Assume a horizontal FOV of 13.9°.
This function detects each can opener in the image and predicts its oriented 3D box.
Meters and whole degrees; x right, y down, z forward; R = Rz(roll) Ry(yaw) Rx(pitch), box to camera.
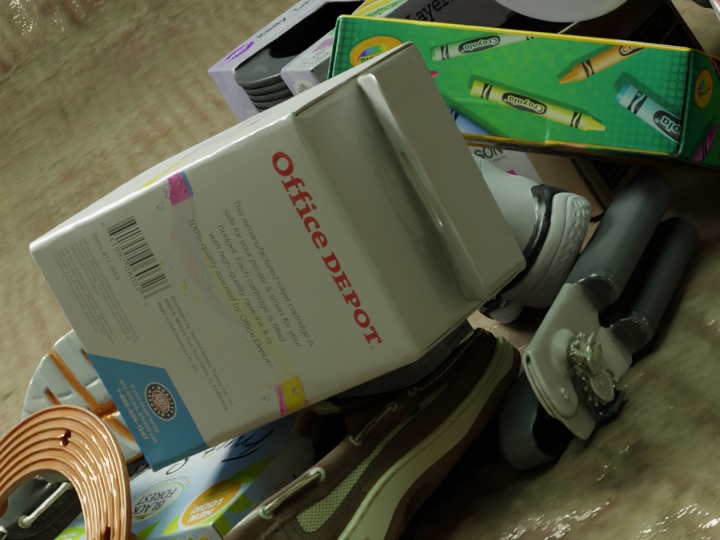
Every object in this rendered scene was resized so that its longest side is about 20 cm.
[{"bbox_3d":[0.113,0.020,1.446,0.066,0.053,0.200,-25,17,35],"label":"can opener"}]

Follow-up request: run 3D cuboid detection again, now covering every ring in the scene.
[{"bbox_3d":[-0.169,0.166,1.494,0.200,0.019,0.201,-32,47,42],"label":"ring"}]

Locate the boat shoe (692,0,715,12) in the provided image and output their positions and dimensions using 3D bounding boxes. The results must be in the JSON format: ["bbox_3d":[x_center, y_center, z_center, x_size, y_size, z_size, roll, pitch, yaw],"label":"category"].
[{"bbox_3d":[0.219,-0.178,1.715,0.068,0.072,0.200,5,10,0],"label":"boat shoe"}]

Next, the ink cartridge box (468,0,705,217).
[{"bbox_3d":[0.089,-0.078,1.765,0.200,0.075,0.165,-21,19,41],"label":"ink cartridge box"}]

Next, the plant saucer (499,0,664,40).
[{"bbox_3d":[0.106,-0.144,1.723,0.200,0.035,0.200,-30,16,9],"label":"plant saucer"}]

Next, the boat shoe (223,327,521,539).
[{"bbox_3d":[0.005,0.082,1.410,0.202,0.075,0.075,-49,-1,-44],"label":"boat shoe"}]

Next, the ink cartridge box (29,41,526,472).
[{"bbox_3d":[-0.028,-0.011,1.417,0.200,0.129,0.125,-23,8,34],"label":"ink cartridge box"}]

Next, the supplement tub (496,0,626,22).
[{"bbox_3d":[0.134,-0.235,1.621,0.145,0.145,0.200,-24,19,36],"label":"supplement tub"}]

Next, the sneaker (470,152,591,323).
[{"bbox_3d":[0.048,-0.028,1.549,0.200,0.115,0.075,166,128,-83],"label":"sneaker"}]

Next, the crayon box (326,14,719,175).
[{"bbox_3d":[0.096,-0.092,1.557,0.200,0.058,0.119,8,0,25],"label":"crayon box"}]

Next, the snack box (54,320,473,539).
[{"bbox_3d":[-0.048,0.100,1.521,0.169,0.068,0.200,-18,24,50],"label":"snack box"}]

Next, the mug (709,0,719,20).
[{"bbox_3d":[0.279,-0.140,1.437,0.200,0.134,0.178,-30,17,8],"label":"mug"}]

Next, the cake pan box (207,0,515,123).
[{"bbox_3d":[0.018,-0.151,1.767,0.200,0.052,0.184,-37,14,-15],"label":"cake pan box"}]

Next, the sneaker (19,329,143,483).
[{"bbox_3d":[-0.096,0.041,1.571,0.200,0.078,0.077,-42,-14,-3],"label":"sneaker"}]

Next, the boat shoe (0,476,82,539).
[{"bbox_3d":[-0.183,0.135,1.716,0.200,0.064,0.071,-36,14,-2],"label":"boat shoe"}]
